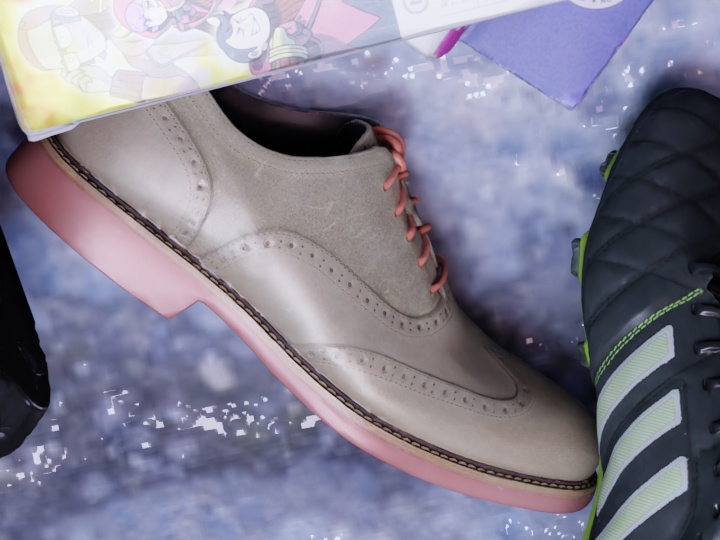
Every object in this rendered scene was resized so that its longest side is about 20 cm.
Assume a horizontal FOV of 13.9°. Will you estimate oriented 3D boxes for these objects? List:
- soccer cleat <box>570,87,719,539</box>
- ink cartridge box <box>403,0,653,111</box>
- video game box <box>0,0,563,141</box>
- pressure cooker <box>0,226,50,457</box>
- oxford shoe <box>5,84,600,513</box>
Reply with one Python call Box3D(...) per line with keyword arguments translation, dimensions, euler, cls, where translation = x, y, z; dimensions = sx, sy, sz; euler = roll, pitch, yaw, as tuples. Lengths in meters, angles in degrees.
Box3D(translation=(0.098, 0.047, 0.833), dimensions=(0.067, 0.081, 0.201), euler=(15, 79, -44), cls="soccer cleat")
Box3D(translation=(0.036, -0.161, 0.787), dimensions=(0.200, 0.043, 0.197), euler=(30, 108, -16), cls="ink cartridge box")
Box3D(translation=(-0.025, -0.149, 0.740), dimensions=(0.181, 0.047, 0.201), euler=(-14, 115, 1), cls="video game box")
Box3D(translation=(-0.200, 0.003, 0.762), dimensions=(0.199, 0.176, 0.179), euler=(-25, 105, 0), cls="pressure cooker")
Box3D(translation=(0.000, 0.000, 0.844), dimensions=(0.200, 0.070, 0.075), euler=(33, 102, -20), cls="oxford shoe")
